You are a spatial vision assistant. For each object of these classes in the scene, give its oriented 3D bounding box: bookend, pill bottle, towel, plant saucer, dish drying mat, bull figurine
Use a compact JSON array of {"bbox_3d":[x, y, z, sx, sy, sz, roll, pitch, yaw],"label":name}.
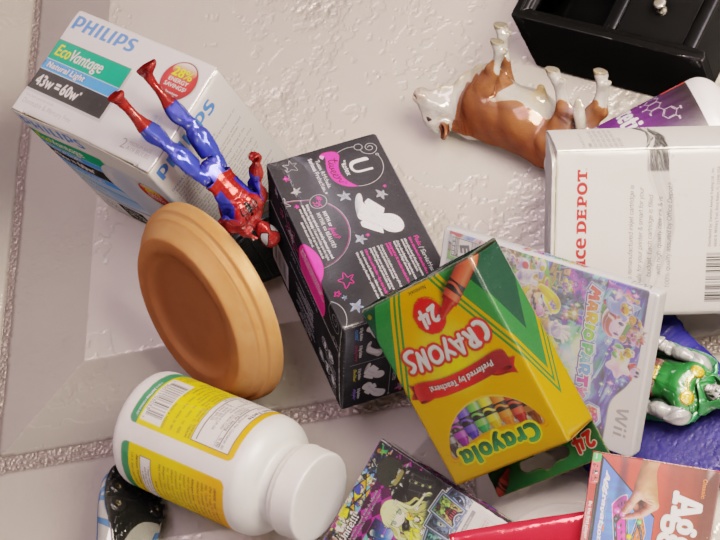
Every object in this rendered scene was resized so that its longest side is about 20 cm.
[{"bbox_3d":[0.279,-0.275,1.638,0.199,0.092,0.199,20,74,30],"label":"bookend"},{"bbox_3d":[-0.116,0.172,1.570,0.199,0.113,0.113,18,73,31],"label":"pill bottle"},{"bbox_3d":[0.242,0.117,1.480,0.148,0.050,0.200,-43,54,3],"label":"towel"},{"bbox_3d":[-0.147,0.035,1.610,0.037,0.201,0.200,-30,49,-31],"label":"plant saucer"},{"bbox_3d":[0.270,-0.096,1.536,0.199,0.112,0.113,-27,56,9],"label":"pill bottle"},{"bbox_3d":[0.175,0.233,1.399,0.199,0.018,0.077,-9,89,2],"label":"dish drying mat"},{"bbox_3d":[0.144,-0.156,1.638,0.200,0.122,0.065,27,35,25],"label":"bull figurine"}]

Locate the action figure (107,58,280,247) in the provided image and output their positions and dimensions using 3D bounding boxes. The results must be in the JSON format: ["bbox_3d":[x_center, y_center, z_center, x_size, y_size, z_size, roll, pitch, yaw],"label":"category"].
[{"bbox_3d":[-0.131,-0.095,1.543,0.065,0.200,0.099,-46,19,-16],"label":"action figure"}]

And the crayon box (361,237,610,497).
[{"bbox_3d":[0.102,0.090,1.423,0.127,0.051,0.200,-28,92,38],"label":"crayon box"}]

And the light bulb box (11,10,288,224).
[{"bbox_3d":[-0.198,-0.127,1.710,0.198,0.200,0.125,25,76,33],"label":"light bulb box"}]

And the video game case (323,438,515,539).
[{"bbox_3d":[0.040,0.272,1.472,0.181,0.036,0.200,29,90,33],"label":"video game case"}]

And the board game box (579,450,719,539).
[{"bbox_3d":[0.220,0.250,1.374,0.103,0.019,0.201,8,89,7],"label":"board game box"}]

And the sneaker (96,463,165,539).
[{"bbox_3d":[-0.220,0.267,1.597,0.072,0.072,0.201,-38,43,35],"label":"sneaker"}]

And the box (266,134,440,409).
[{"bbox_3d":[0.000,0.000,1.583,0.114,0.132,0.200,-16,54,-13],"label":"box"}]

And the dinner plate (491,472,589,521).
[{"bbox_3d":[0.168,0.260,1.450,0.199,0.024,0.201,-11,61,20],"label":"dinner plate"}]

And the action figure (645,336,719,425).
[{"bbox_3d":[0.221,0.083,1.448,0.199,0.055,0.118,14,70,28],"label":"action figure"}]

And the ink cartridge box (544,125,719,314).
[{"bbox_3d":[0.254,-0.043,1.451,0.199,0.147,0.083,-1,19,0],"label":"ink cartridge box"}]

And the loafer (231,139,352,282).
[{"bbox_3d":[-0.062,-0.057,1.703,0.200,0.072,0.063,-34,36,-4],"label":"loafer"}]

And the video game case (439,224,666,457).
[{"bbox_3d":[0.148,0.056,1.431,0.199,0.018,0.144,18,112,30],"label":"video game case"}]
